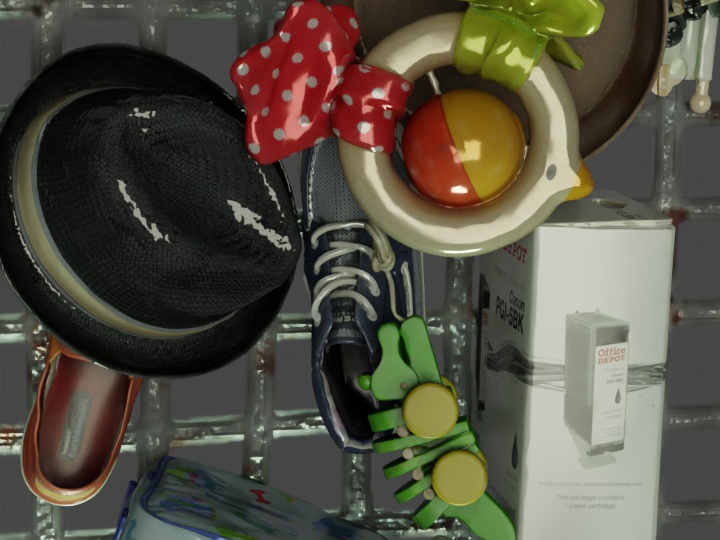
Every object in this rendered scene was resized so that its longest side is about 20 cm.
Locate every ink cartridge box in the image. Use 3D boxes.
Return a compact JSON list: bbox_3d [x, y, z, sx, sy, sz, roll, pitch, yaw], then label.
[{"bbox_3d":[0.117,0.060,1.332,0.083,0.147,0.201,1,99,-10],"label":"ink cartridge box"}]

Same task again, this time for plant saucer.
[{"bbox_3d":[0.075,-0.147,1.316,0.200,0.034,0.201,3,108,9],"label":"plant saucer"}]

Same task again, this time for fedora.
[{"bbox_3d":[-0.102,-0.035,1.268,0.200,0.092,0.201,4,83,-32],"label":"fedora"}]

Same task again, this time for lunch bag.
[{"bbox_3d":[-0.063,0.169,1.285,0.160,0.200,0.083,22,94,-3],"label":"lunch bag"}]

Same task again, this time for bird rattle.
[{"bbox_3d":[0.039,-0.086,1.229,0.200,0.113,0.163,-23,89,-5],"label":"bird rattle"}]

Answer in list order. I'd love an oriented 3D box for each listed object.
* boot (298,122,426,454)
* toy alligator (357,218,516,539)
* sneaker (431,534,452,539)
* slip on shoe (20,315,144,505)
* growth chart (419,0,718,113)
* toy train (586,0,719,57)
[{"bbox_3d":[0.000,0.000,1.315,0.073,0.090,0.201,-8,106,15],"label":"boot"},{"bbox_3d":[0.025,0.071,1.266,0.054,0.059,0.200,-24,92,3],"label":"toy alligator"},{"bbox_3d":[0.066,0.233,1.328,0.111,0.200,0.077,28,53,8],"label":"sneaker"},{"bbox_3d":[-0.148,0.038,1.318,0.074,0.061,0.201,14,90,-11],"label":"slip on shoe"},{"bbox_3d":[0.126,-0.178,1.360,0.199,0.018,0.145,9,97,-12],"label":"growth chart"},{"bbox_3d":[0.215,-0.167,1.318,0.200,0.034,0.046,-18,122,16],"label":"toy train"}]
